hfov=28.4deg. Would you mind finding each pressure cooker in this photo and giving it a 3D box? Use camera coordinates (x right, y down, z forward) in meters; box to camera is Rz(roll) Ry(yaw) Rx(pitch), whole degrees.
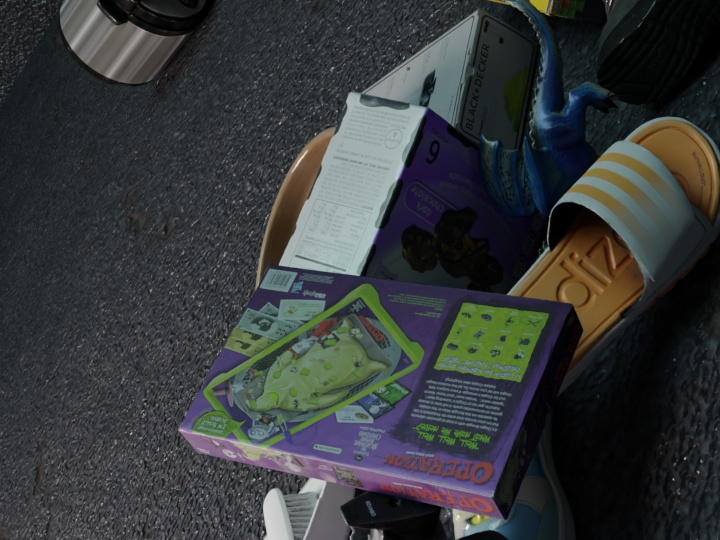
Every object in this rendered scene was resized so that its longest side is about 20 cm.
[{"bbox_3d":[-0.305,-0.375,1.974,0.200,0.178,0.177,-40,49,43],"label":"pressure cooker"}]

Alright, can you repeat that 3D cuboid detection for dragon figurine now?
[{"bbox_3d":[0.112,-0.065,0.871,0.099,0.201,0.059,-31,18,-21],"label":"dragon figurine"}]

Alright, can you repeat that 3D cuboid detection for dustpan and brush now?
[{"bbox_3d":[-0.049,0.211,1.031,0.140,0.057,0.200,-55,26,22],"label":"dustpan and brush"}]

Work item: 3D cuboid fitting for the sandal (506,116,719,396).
[{"bbox_3d":[0.133,-0.006,0.787,0.207,0.079,0.059,-50,-21,-11],"label":"sandal"}]

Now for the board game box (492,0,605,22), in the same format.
[{"bbox_3d":[0.129,-0.295,1.049,0.165,0.056,0.201,29,112,52],"label":"board game box"}]

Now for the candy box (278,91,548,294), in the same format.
[{"bbox_3d":[0.027,0.013,0.922,0.071,0.168,0.201,16,81,40],"label":"candy box"}]

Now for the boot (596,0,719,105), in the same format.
[{"bbox_3d":[0.215,-0.208,0.888,0.200,0.070,0.132,-38,31,39],"label":"boot"}]

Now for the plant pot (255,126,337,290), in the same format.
[{"bbox_3d":[0.000,0.000,1.070,0.201,0.092,0.202,-36,48,54],"label":"plant pot"}]

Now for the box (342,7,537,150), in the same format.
[{"bbox_3d":[0.050,-0.110,1.132,0.200,0.060,0.117,-29,42,53],"label":"box"}]

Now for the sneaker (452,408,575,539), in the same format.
[{"bbox_3d":[0.056,0.103,0.824,0.079,0.130,0.201,-32,37,25],"label":"sneaker"}]

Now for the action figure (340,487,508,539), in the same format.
[{"bbox_3d":[0.029,0.203,0.796,0.130,0.069,0.201,48,148,37],"label":"action figure"}]

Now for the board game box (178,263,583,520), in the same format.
[{"bbox_3d":[0.009,0.060,0.772,0.199,0.032,0.120,8,52,33],"label":"board game box"}]
